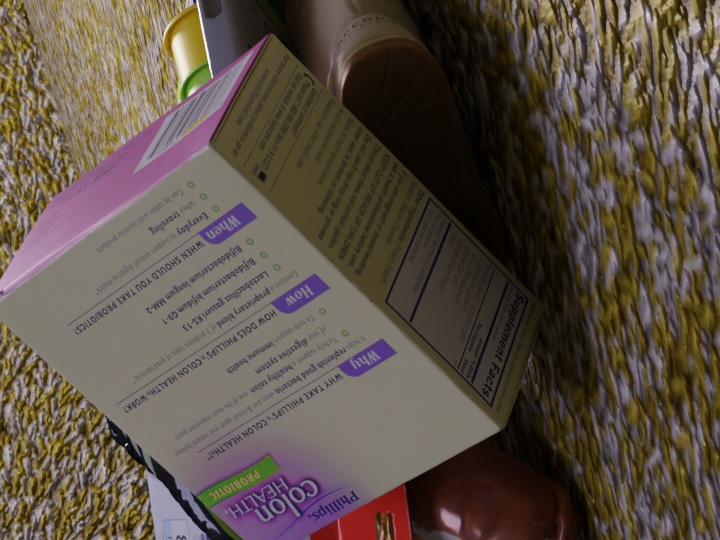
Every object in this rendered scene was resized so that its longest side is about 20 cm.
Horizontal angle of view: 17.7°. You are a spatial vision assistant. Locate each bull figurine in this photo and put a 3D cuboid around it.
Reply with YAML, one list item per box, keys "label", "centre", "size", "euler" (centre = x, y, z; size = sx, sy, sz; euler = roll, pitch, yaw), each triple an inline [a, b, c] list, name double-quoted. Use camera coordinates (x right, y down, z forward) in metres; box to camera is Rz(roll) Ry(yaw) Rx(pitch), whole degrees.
- label: "bull figurine"
  centre: [0.051, 0.134, 1.266]
  size: [0.122, 0.065, 0.200]
  euler: [-67, 25, 3]

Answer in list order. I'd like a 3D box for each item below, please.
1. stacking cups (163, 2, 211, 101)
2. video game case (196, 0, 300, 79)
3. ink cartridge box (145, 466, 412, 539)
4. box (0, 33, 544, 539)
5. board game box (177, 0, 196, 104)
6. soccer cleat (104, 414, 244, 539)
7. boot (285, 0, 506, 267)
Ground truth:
- label: "stacking cups"
  centre: [-0.061, -0.054, 1.275]
  size: [0.061, 0.060, 0.201]
  euler: [92, 165, -59]
- label: "video game case"
  centre: [-0.043, -0.119, 1.278]
  size: [0.200, 0.022, 0.183]
  euler: [48, -156, -53]
- label: "ink cartridge box"
  centre: [-0.054, 0.096, 1.290]
  size: [0.200, 0.047, 0.161]
  euler: [-9, 88, 54]
- label: "box"
  centre: [-0.045, 0.017, 1.137]
  size: [0.200, 0.176, 0.097]
  euler: [44, -141, -16]
- label: "board game box"
  centre: [-0.100, -0.113, 1.692]
  size: [0.200, 0.045, 0.135]
  euler: [107, 155, -67]
- label: "soccer cleat"
  centre: [-0.100, 0.086, 1.274]
  size: [0.200, 0.067, 0.081]
  euler: [56, 139, 33]
- label: "boot"
  centre: [0.014, -0.069, 1.216]
  size: [0.156, 0.073, 0.200]
  euler: [-114, 4, -52]
